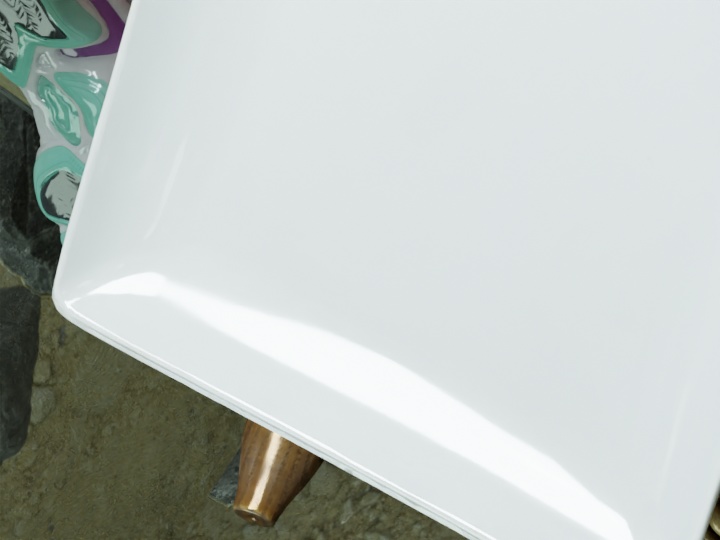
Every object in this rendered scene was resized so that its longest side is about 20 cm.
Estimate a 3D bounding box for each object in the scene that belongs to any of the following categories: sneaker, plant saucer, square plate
[{"bbox_3d":[-0.102,-0.100,1.289,0.077,0.140,0.201,4,129,31],"label":"sneaker"},{"bbox_3d":[-0.019,-0.061,0.817,0.037,0.202,0.200,-11,-164,-22],"label":"plant saucer"},{"bbox_3d":[0.027,-0.036,0.711,0.197,0.201,0.028,27,-154,19],"label":"square plate"}]

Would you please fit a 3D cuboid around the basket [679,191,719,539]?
[{"bbox_3d":[0.119,0.037,0.756,0.200,0.149,0.143,48,177,15],"label":"basket"}]

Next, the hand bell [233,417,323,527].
[{"bbox_3d":[0.000,0.000,1.005,0.104,0.201,0.104,19,161,7],"label":"hand bell"}]
